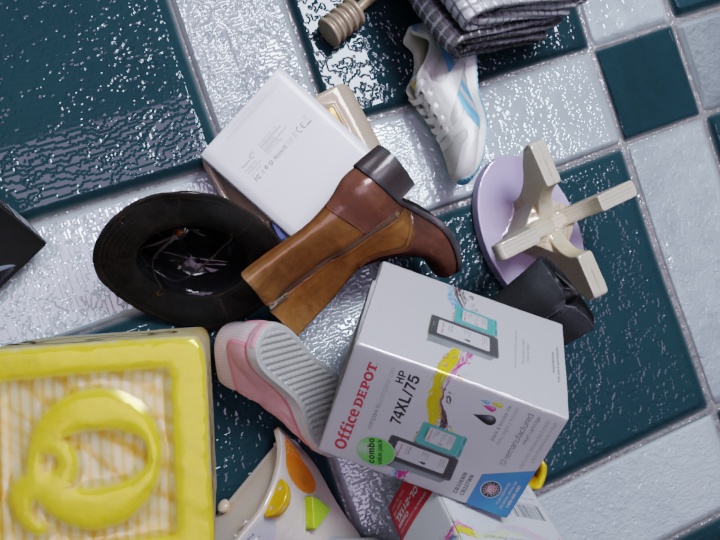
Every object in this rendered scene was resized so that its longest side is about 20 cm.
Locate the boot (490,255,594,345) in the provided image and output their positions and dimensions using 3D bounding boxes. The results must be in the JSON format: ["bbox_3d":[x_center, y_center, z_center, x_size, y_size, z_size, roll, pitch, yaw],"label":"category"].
[{"bbox_3d":[0.129,0.050,0.782,0.165,0.200,0.066,42,35,-16],"label":"boot"}]

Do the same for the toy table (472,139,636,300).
[{"bbox_3d":[0.220,-0.050,0.841,0.183,0.117,0.201,-36,94,-12],"label":"toy table"}]

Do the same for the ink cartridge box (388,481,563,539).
[{"bbox_3d":[0.132,0.290,0.702,0.145,0.200,0.083,18,113,-27],"label":"ink cartridge box"}]

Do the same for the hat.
[{"bbox_3d":[-0.177,-0.027,0.760,0.199,0.201,0.081,-2,44,-13],"label":"hat"}]

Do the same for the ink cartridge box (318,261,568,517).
[{"bbox_3d":[0.081,0.114,0.712,0.199,0.146,0.147,19,123,1],"label":"ink cartridge box"}]

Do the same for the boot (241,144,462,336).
[{"bbox_3d":[0.000,0.000,0.757,0.200,0.068,0.188,-46,133,-5],"label":"boot"}]

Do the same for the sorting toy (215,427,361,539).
[{"bbox_3d":[-0.082,0.313,0.778,0.200,0.107,0.180,-49,117,-11],"label":"sorting toy"}]

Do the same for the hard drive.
[{"bbox_3d":[-0.057,-0.107,0.793,0.200,0.027,0.132,42,83,-6],"label":"hard drive"}]

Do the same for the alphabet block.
[{"bbox_3d":[-0.236,0.160,0.680,0.194,0.200,0.198,-5,89,-12],"label":"alphabet block"}]

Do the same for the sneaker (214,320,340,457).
[{"bbox_3d":[-0.087,0.126,0.791,0.076,0.104,0.201,-56,130,-31],"label":"sneaker"}]

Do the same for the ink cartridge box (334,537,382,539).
[{"bbox_3d":[0.007,0.404,0.735,0.084,0.145,0.201,23,89,-48],"label":"ink cartridge box"}]

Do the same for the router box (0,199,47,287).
[{"bbox_3d":[-0.430,-0.009,0.674,0.052,0.157,0.200,35,76,34],"label":"router box"}]

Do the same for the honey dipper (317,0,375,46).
[{"bbox_3d":[0.032,-0.341,0.855,0.200,0.038,0.038,-43,96,-14],"label":"honey dipper"}]

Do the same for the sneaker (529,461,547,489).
[{"bbox_3d":[0.125,0.200,0.827,0.199,0.077,0.074,16,86,-10],"label":"sneaker"}]

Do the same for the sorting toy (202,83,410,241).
[{"bbox_3d":[-0.053,-0.095,0.821,0.199,0.036,0.186,-30,94,-13],"label":"sorting toy"}]

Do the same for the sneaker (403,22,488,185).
[{"bbox_3d":[0.098,-0.197,0.844,0.080,0.077,0.202,-4,79,-15],"label":"sneaker"}]

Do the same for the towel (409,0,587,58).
[{"bbox_3d":[0.135,-0.332,0.817,0.199,0.086,0.166,-20,69,-34],"label":"towel"}]
